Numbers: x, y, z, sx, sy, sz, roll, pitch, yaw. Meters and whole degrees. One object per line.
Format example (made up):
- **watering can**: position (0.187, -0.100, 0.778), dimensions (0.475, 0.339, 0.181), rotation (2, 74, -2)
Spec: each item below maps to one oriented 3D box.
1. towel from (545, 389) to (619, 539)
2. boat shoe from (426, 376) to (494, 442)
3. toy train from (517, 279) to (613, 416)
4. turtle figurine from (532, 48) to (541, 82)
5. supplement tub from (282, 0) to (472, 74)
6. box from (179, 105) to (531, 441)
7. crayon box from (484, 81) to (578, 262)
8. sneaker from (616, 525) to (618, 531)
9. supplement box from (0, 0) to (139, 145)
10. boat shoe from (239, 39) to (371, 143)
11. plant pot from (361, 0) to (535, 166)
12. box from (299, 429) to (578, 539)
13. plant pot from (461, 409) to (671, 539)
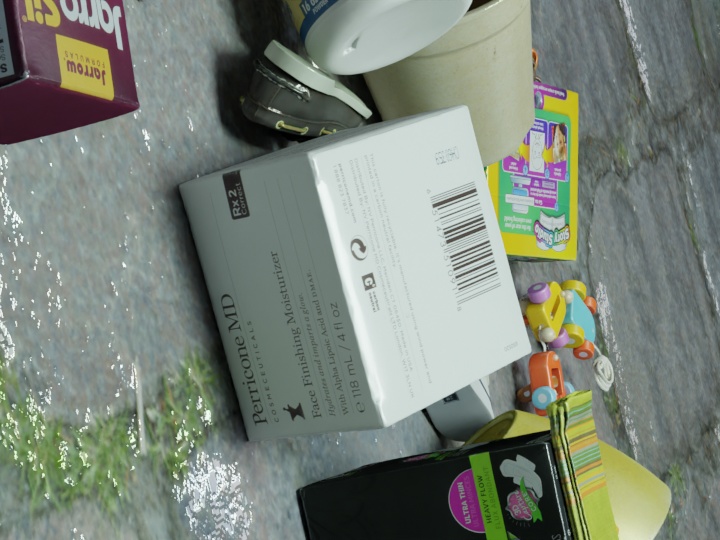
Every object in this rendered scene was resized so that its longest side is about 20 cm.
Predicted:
- **towel**: position (0.175, 0.187, 1.475), dimensions (0.086, 0.018, 0.200), rotation (-12, 90, -66)
- **boat shoe**: position (0.071, 0.064, 1.764), dimensions (0.066, 0.072, 0.200), rotation (-87, 154, -45)
- **toy train**: position (0.198, 0.085, 2.088), dimensions (0.200, 0.056, 0.151), rotation (-13, 91, -65)
- **turtle figurine**: position (0.156, -0.189, 2.110), dimensions (0.200, 0.064, 0.161), rotation (74, 26, -43)
- **supplement tub**: position (-0.012, -0.272, 1.605), dimensions (0.200, 0.145, 0.145), rotation (64, 19, 14)
- **box**: position (0.000, 0.000, 1.477), dimensions (0.200, 0.131, 0.199), rotation (-22, 99, -50)
- **crayon box**: position (0.146, -0.098, 1.979), dimensions (0.200, 0.058, 0.173), rotation (5, 86, -59)
- **sneaker**: position (0.110, 0.213, 1.619), dimensions (0.076, 0.200, 0.092), rotation (-34, 101, -55)
- **supplement box**: position (-0.213, -0.184, 1.158), dimensions (0.131, 0.103, 0.200), rotation (7, 73, -68)
- **boat shoe**: position (-0.046, -0.131, 1.601), dimensions (0.072, 0.061, 0.201), rotation (36, 5, 15)
- **plant pot**: position (0.074, -0.194, 1.786), dimensions (0.201, 0.200, 0.184), rotation (-77, 158, -48)
- **box**: position (0.079, 0.208, 1.523), dimensions (0.124, 0.200, 0.149), rotation (-6, 84, -67)
- **plant pot**: position (0.145, 0.205, 1.744), dimensions (0.142, 0.200, 0.200), rotation (46, 28, -7)
